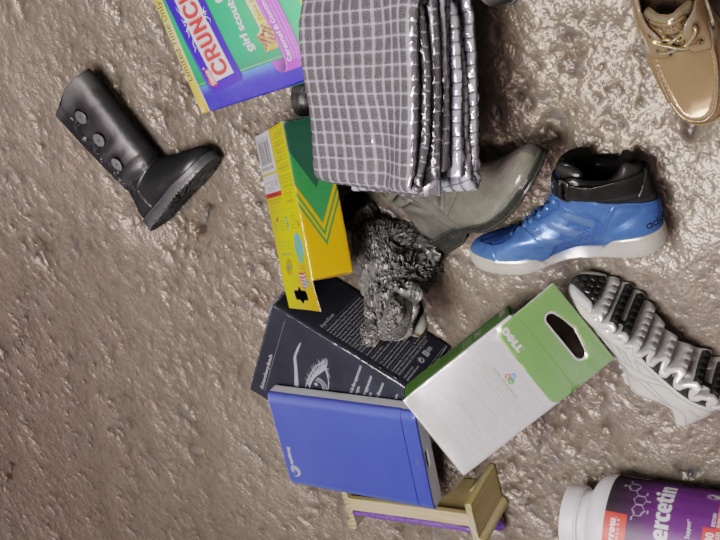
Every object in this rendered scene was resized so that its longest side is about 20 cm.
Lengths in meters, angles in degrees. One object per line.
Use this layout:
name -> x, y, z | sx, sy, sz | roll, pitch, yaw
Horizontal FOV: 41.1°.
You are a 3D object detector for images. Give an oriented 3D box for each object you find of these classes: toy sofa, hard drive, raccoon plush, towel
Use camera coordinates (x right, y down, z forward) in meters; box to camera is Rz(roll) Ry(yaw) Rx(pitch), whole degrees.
toy sofa -> 0.082, 0.302, 1.221 | 0.198, 0.083, 0.099 | -1, 115, 33
hard drive -> -0.009, 0.205, 1.122 | 0.198, 0.025, 0.133 | 3, 118, 31
raccoon plush -> 0.000, 0.000, 1.062 | 0.199, 0.134, 0.097 | 30, 130, 14
towel -> 0.021, -0.167, 0.886 | 0.164, 0.085, 0.203 | 10, 108, 45

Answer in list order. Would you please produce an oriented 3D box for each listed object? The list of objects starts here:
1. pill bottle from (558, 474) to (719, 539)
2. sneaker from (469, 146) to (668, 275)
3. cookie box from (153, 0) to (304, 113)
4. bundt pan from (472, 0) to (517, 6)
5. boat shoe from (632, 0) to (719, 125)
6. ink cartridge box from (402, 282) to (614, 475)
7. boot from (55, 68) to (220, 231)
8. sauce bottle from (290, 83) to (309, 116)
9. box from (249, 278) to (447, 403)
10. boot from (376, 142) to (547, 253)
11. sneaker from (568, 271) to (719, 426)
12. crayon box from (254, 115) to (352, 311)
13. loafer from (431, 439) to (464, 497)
pill bottle -> 0.321, 0.286, 1.040 | 0.198, 0.112, 0.114 | 3, 118, 30
sneaker -> 0.191, -0.064, 0.940 | 0.198, 0.077, 0.112 | -6, 119, 30
cookie box -> -0.113, -0.277, 1.013 | 0.198, 0.075, 0.173 | -9, 112, 36
bundt pan -> 0.103, -0.327, 0.847 | 0.200, 0.076, 0.204 | 16, 124, 25
boat shoe -> 0.264, -0.213, 0.817 | 0.071, 0.064, 0.202 | -11, 110, 36
ink cartridge box -> 0.151, 0.109, 1.004 | 0.199, 0.059, 0.104 | -40, 92, 10
boot -> -0.281, -0.170, 1.196 | 0.164, 0.066, 0.201 | -37, 89, 39
sauce bottle -> 0.020, -0.175, 0.997 | 0.198, 0.065, 0.065 | 9, 121, 30
box -> -0.018, 0.116, 1.162 | 0.199, 0.104, 0.149 | 31, 129, 14
boot -> 0.084, -0.095, 0.959 | 0.130, 0.068, 0.200 | 37, 147, -11
sneaker -> 0.284, 0.084, 0.978 | 0.200, 0.075, 0.081 | 41, 139, 6
crayon box -> -0.061, -0.060, 1.049 | 0.127, 0.050, 0.203 | -178, 77, -70
loafer -> 0.135, 0.181, 1.131 | 0.076, 0.068, 0.200 | 42, 115, 2
